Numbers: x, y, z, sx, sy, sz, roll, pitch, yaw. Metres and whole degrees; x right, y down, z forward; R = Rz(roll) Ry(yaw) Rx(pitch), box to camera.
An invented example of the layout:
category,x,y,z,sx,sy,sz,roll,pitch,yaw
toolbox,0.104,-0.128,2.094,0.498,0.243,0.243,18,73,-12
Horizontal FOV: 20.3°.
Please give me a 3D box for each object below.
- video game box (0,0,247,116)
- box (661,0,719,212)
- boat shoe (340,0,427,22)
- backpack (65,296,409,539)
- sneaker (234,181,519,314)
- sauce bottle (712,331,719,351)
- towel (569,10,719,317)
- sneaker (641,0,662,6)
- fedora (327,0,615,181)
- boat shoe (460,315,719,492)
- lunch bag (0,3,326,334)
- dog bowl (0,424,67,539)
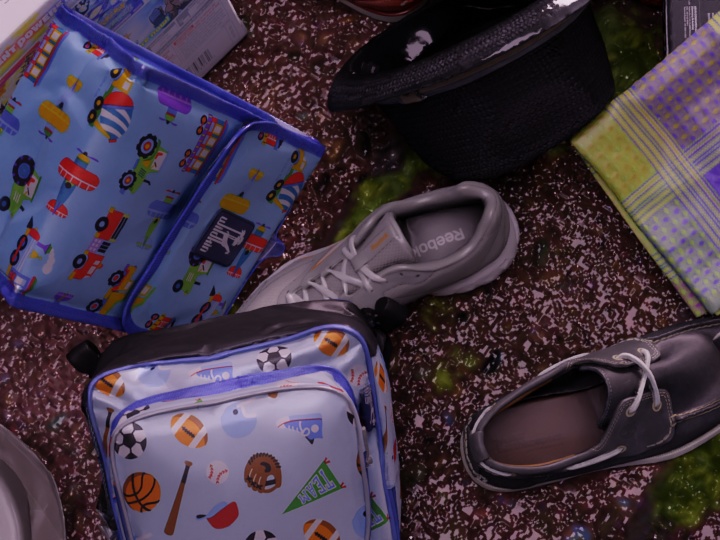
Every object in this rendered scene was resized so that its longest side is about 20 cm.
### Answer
category,x,y,z,sx,sy,sz,roll,pitch,yaw
video game box,-0.171,-0.127,1.203,0.200,0.182,0.047,-45,69,-7
box,0.259,-0.138,1.195,0.159,0.044,0.202,-3,97,6
boat shoe,-0.047,-0.218,1.278,0.199,0.063,0.072,25,81,13
backpack,-0.058,0.127,1.131,0.198,0.154,0.192,-10,107,6
sneaker,0.000,0.000,1.197,0.199,0.092,0.076,-31,74,-2
sauce bottle,0.277,0.104,1.139,0.066,0.066,0.200,-41,84,-6
towel,0.238,-0.083,1.170,0.199,0.023,0.144,-37,93,9
sneaker,0.242,-0.241,1.247,0.199,0.073,0.078,-26,72,-2
fedora,0.081,-0.115,1.199,0.200,0.201,0.092,-31,107,-3
boat shoe,0.155,0.076,1.174,0.199,0.068,0.072,-20,72,-3
lunch bag,-0.118,-0.040,1.174,0.094,0.199,0.151,36,99,41
dog bowl,-0.264,0.171,1.197,0.198,0.059,0.202,-2,74,5
